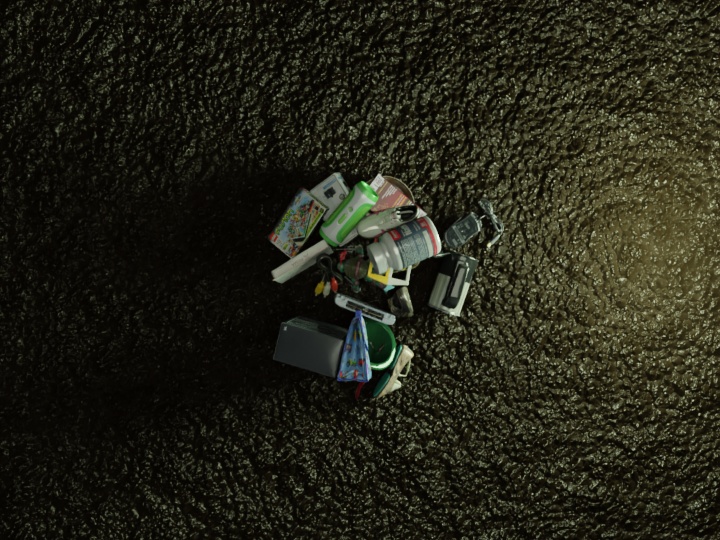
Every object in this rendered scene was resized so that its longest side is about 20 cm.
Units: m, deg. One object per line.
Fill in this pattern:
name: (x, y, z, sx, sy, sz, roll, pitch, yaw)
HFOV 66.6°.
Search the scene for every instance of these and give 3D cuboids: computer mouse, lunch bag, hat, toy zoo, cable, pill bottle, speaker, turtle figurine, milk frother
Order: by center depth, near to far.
pill bottle: (0.125, -0.069, 1.612, 0.197, 0.120, 0.121, -24, 95, -8)
lunch bag: (-0.013, 0.221, 1.623, 0.092, 0.151, 0.204, 1, 83, 5)
speaker: (-0.036, -0.169, 1.650, 0.088, 0.089, 0.200, 41, 107, -5)
toy zoo: (0.095, -0.036, 1.677, 0.129, 0.020, 0.204, 12, 81, -2)
cable: (-0.096, 0.017, 1.716, 0.095, 0.201, 0.051, -10, 60, -13)
turtle figurine: (0.000, 0.000, 1.725, 0.197, 0.101, 0.153, 13, 98, 15)
milk frother: (0.249, 0.023, 1.737, 0.197, 0.180, 0.191, 20, 92, 17)
computer mouse: (0.367, -0.123, 1.788, 0.199, 0.046, 0.141, -40, 100, -5)
hat: (0.003, 0.278, 1.807, 0.165, 0.176, 0.201, 35, 51, -9)

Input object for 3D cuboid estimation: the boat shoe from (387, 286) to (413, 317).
boat shoe: (0.124, 0.110, 1.716, 0.072, 0.200, 0.076, -16, 66, 3)

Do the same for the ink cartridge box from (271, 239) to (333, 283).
ink cartridge box: (-0.184, -0.031, 1.696, 0.198, 0.174, 0.044, -31, 85, 0)

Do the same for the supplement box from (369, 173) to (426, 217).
supplement box: (0.099, -0.199, 1.726, 0.199, 0.061, 0.109, 38, 92, -6)

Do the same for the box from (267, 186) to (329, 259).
box: (-0.196, -0.147, 1.723, 0.110, 0.035, 0.201, 37, 109, 4)

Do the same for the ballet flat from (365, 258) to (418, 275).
ballet flat: (0.096, -0.022, 1.768, 0.196, 0.062, 0.069, -13, 95, -2)

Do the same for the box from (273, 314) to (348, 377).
box: (-0.141, 0.229, 1.692, 0.197, 0.198, 0.125, 15, 93, 7)

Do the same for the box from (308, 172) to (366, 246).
box: (-0.064, -0.192, 1.729, 0.116, 0.060, 0.202, -30, 93, 17)

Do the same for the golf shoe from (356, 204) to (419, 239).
golf shoe: (0.082, -0.156, 1.639, 0.197, 0.092, 0.074, -19, 76, -10)

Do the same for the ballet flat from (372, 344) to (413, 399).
ballet flat: (0.114, 0.344, 1.796, 0.067, 0.068, 0.202, 29, 94, -12)

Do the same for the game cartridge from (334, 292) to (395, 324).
game cartridge: (0.010, 0.121, 1.738, 0.197, 0.133, 0.041, 21, 93, -3)

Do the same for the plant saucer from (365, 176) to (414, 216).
plant saucer: (0.077, -0.201, 1.770, 0.196, 0.032, 0.204, 0, 94, -4)
